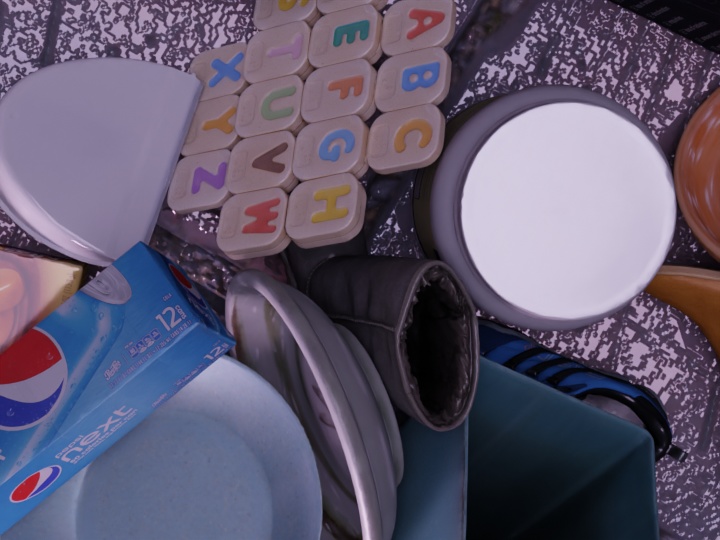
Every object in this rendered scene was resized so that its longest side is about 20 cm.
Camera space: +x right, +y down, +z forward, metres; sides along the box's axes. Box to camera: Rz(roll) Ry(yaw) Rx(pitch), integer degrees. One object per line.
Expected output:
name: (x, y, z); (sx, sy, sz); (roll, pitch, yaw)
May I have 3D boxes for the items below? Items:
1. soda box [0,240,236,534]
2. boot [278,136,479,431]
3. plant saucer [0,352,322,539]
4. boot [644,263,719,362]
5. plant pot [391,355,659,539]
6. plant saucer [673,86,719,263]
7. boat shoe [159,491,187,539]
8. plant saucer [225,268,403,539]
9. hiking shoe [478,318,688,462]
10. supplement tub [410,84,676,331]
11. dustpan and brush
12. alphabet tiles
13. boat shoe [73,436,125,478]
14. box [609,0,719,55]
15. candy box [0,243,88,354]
soda box: (-0.173, 0.074, 0.982); (0.200, 0.068, 0.064); (-40, 71, 3)
boot: (0.002, -0.002, 1.048); (0.072, 0.200, 0.182); (-16, 97, -13)
plant saucer: (-0.114, 0.144, 1.010); (0.201, 0.039, 0.201); (-3, 78, 13)
boot: (0.261, 0.078, 1.135); (0.201, 0.071, 0.144); (13, 93, -8)
plant pot: (0.065, 0.179, 1.059); (0.141, 0.141, 0.200); (25, 135, -22)
plant saucer: (0.301, -0.061, 1.094); (0.200, 0.200, 0.037); (-25, 139, -1)
boat shoe: (-0.090, 0.211, 1.099); (0.062, 0.075, 0.200); (-21, 120, -18)
plant saucer: (-0.020, 0.088, 1.024); (0.050, 0.200, 0.200); (-21, 95, -18)
hiking shoe: (0.111, 0.078, 1.118); (0.200, 0.087, 0.075); (13, 92, -4)
supplement tub: (0.110, -0.039, 1.053); (0.145, 0.200, 0.145); (0, 94, -3)
dustpan and brush: (-0.216, -0.089, 1.107); (0.200, 0.057, 0.140); (19, 74, -6)
alphabet tiles: (-0.034, -0.103, 1.061); (0.195, 0.015, 0.200); (-8, 60, 29)
boat shoe: (-0.143, 0.100, 1.089); (0.200, 0.072, 0.060); (9, 97, -28)
box: (0.199, -0.224, 1.046); (0.196, 0.200, 0.124); (23, 91, -5)
candy box: (-0.255, 0.080, 1.114); (0.116, 0.056, 0.200); (13, 92, -6)
